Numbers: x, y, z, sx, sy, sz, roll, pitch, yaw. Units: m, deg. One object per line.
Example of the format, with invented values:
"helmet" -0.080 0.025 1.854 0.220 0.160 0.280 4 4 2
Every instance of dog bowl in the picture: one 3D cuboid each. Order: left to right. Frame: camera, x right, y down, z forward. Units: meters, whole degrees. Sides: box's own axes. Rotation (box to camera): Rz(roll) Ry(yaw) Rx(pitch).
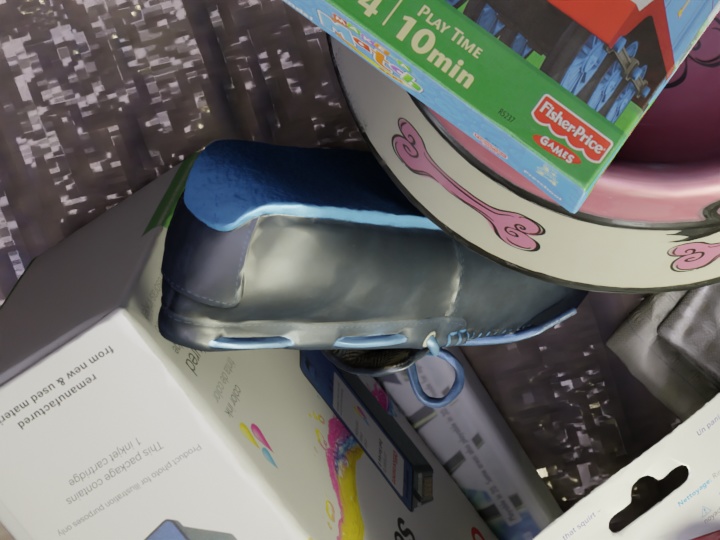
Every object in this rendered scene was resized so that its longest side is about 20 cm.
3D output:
"dog bowl" 0.088 -0.097 0.814 0.199 0.074 0.201 1 80 -3

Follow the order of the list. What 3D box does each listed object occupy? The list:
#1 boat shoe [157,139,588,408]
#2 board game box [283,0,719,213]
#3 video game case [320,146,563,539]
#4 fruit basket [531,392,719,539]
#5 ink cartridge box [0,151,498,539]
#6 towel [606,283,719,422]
"boat shoe" 0.000 0.000 0.876 0.200 0.084 0.069 11 110 -46
"board game box" 0.061 -0.142 0.766 0.151 0.037 0.200 36 80 4
"video game case" -0.037 0.077 0.990 0.182 0.022 0.200 -27 108 18
"fruit basket" 0.131 0.139 0.911 0.185 0.094 0.200 -37 112 -15
"ink cartridge box" -0.040 0.079 0.900 0.087 0.145 0.200 -31 105 19
"towel" 0.219 0.027 0.926 0.192 0.035 0.200 40 114 -10
